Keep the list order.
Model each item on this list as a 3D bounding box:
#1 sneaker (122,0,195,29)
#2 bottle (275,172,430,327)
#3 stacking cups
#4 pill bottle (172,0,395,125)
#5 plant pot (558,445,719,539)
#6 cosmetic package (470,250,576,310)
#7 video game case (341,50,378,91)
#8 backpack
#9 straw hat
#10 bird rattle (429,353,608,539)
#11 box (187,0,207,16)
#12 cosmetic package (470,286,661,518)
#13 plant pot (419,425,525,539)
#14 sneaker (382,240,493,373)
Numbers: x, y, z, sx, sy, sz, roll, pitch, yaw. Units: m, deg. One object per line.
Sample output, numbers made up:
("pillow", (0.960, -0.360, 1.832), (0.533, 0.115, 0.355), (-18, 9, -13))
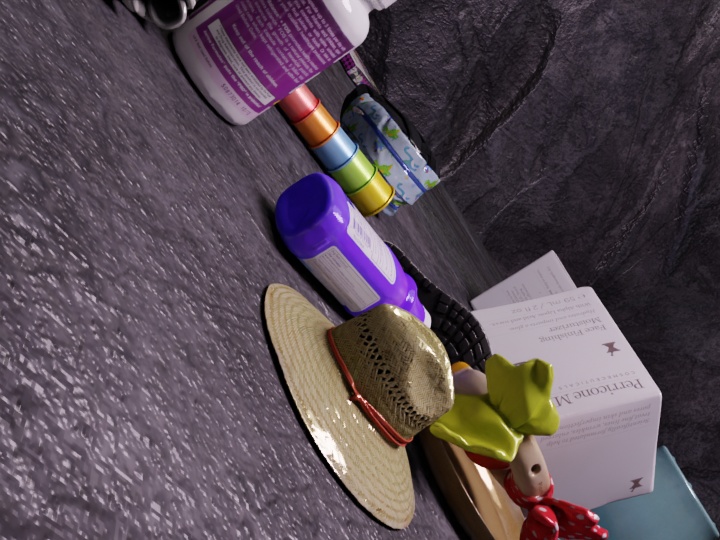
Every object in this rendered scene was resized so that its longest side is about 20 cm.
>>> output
("sneaker", (-0.169, -0.248, 0.732), (0.092, 0.075, 0.200), (65, 18, -4))
("bottle", (0.000, 0.000, 0.781), (0.200, 0.065, 0.084), (49, 15, -41))
("stacking cups", (-0.031, -0.161, 1.084), (0.200, 0.060, 0.061), (53, 12, -27))
("pill bottle", (-0.063, -0.231, 0.777), (0.113, 0.199, 0.112), (54, 12, -17))
("plant pot", (0.369, 0.341, 1.156), (0.200, 0.187, 0.200), (54, 12, -17))
("cosmetic package", (0.360, 0.084, 1.763), (0.167, 0.199, 0.167), (59, 11, 10))
("video game case", (-0.017, -0.536, 2.210), (0.181, 0.036, 0.201), (42, 20, -55))
("backpack", (0.043, -0.175, 1.293), (0.163, 0.154, 0.200), (52, -9, -37))
("straw hat", (0.019, 0.074, 0.615), (0.202, 0.085, 0.201), (55, 11, -16))
("bird rattle", (0.138, 0.158, 0.759), (0.200, 0.112, 0.163), (56, -5, -24))
("box", (-0.183, -0.332, 0.933), (0.194, 0.047, 0.200), (54, 13, -10))
("cosmetic package", (0.231, 0.154, 0.997), (0.200, 0.164, 0.166), (-108, -173, -54))
("plant pot", (0.107, 0.202, 0.807), (0.200, 0.027, 0.200), (54, 13, -18))
("sneaker", (0.075, 0.051, 0.916), (0.200, 0.076, 0.088), (52, 3, 10))
